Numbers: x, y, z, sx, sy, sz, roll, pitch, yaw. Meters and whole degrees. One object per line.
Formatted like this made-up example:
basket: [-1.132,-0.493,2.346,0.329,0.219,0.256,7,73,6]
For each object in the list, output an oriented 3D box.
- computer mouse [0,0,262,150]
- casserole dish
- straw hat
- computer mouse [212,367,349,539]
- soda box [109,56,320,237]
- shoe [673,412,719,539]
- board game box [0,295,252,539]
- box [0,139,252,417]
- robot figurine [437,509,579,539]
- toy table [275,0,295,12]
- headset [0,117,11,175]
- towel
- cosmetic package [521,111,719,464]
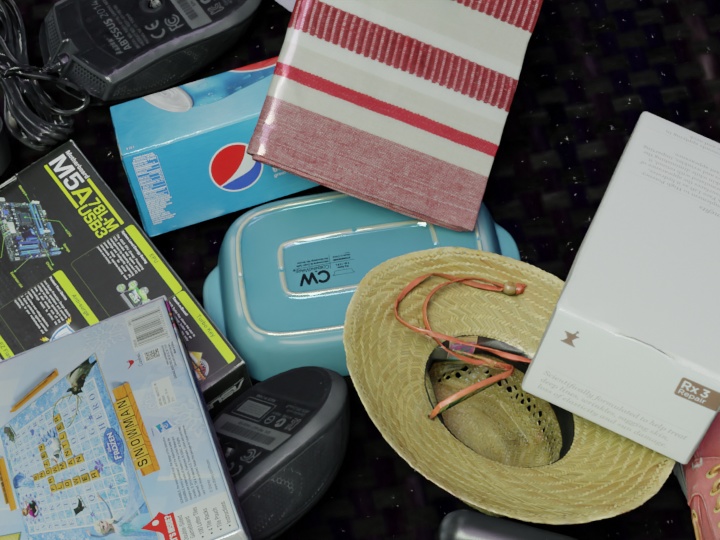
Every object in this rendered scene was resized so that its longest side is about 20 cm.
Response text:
computer mouse: [-0.154,-0.157,0.991,0.200,0.053,0.139,-26,63,-12]
casserole dish: [0.000,0.000,0.916,0.200,0.039,0.121,-9,63,0]
straw hat: [0.072,0.085,0.837,0.201,0.085,0.201,11,41,-10]
computer mouse: [-0.080,0.131,0.827,0.200,0.053,0.138,-38,26,-22]
soda box: [-0.051,-0.091,0.936,0.200,0.064,0.068,-17,35,-6]
shoe: [0.215,0.129,0.809,0.071,0.091,0.200,-3,64,2]
board game box: [-0.168,0.117,0.768,0.199,0.041,0.200,-21,37,-4]
box: [-0.199,0.046,0.901,0.193,0.048,0.200,-35,66,-15]
robot figurine: [0.059,0.212,0.758,0.200,0.150,0.125,11,52,9]
toy table: [-0.018,-0.252,0.969,0.200,0.117,0.184,38,47,4]
headset: [-0.307,-0.040,0.923,0.123,0.094,0.200,20,40,40]
towel: [0.028,-0.137,0.885,0.144,0.023,0.200,19,84,-16]
cosmetic package: [0.170,0.004,0.840,0.102,0.074,0.200,25,44,8]
